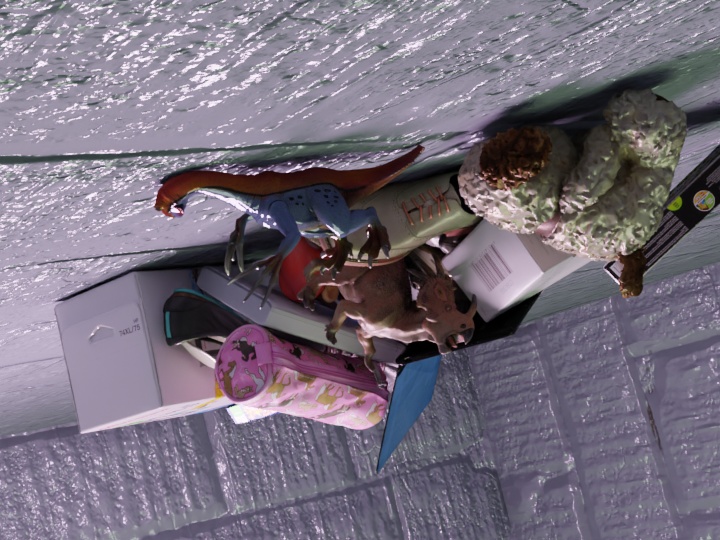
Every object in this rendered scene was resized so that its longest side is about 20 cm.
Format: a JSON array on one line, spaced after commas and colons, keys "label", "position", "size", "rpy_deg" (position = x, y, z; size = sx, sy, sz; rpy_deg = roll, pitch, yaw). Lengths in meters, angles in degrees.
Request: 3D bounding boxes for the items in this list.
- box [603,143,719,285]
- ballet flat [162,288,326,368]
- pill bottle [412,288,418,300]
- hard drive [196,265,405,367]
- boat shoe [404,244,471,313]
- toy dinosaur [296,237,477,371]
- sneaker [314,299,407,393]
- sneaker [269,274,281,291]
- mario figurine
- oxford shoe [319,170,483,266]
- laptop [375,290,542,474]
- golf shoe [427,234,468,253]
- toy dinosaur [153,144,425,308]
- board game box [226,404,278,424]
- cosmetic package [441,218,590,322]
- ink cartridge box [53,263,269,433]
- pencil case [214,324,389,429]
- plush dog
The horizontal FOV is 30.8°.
[{"label": "box", "position": [0.331, -0.072, 1.296], "size": [0.200, 0.035, 0.110], "rpy_deg": [-48, 176, 31]}, {"label": "ballet flat", "position": [-0.125, 0.079, 1.375], "size": [0.199, 0.069, 0.068], "rpy_deg": [20, 159, -33]}, {"label": "pill bottle", "position": [0.107, -0.002, 1.533], "size": [0.198, 0.114, 0.113], "rpy_deg": [-15, 173, 0]}, {"label": "hard drive", "position": [-0.059, 0.050, 1.373], "size": [0.199, 0.027, 0.132], "rpy_deg": [20, -176, -42]}, {"label": "boat shoe", "position": [0.078, -0.004, 1.395], "size": [0.071, 0.067, 0.201], "rpy_deg": [5, -168, -17]}, {"label": "toy dinosaur", "position": [0.019, 0.009, 1.248], "size": [0.135, 0.201, 0.086], "rpy_deg": [-37, 171, 12]}, {"label": "sneaker", "position": [-0.021, 0.106, 1.500], "size": [0.115, 0.199, 0.076], "rpy_deg": [-34, 148, -46]}, {"label": "sneaker", "position": [-0.122, 0.056, 1.617], "size": [0.199, 0.092, 0.076], "rpy_deg": [-18, 169, 23]}, {"label": "mario figurine", "position": [0.000, 0.000, 1.378], "size": [0.123, 0.107, 0.199], "rpy_deg": [1, 162, 40]}, {"label": "oxford shoe", "position": [0.054, -0.059, 1.210], "size": [0.199, 0.071, 0.074], "rpy_deg": [-20, 170, -29]}, {"label": "laptop", "position": [0.110, 0.100, 1.355], "size": [0.199, 0.117, 0.187], "rpy_deg": [-17, -167, 27]}, {"label": "golf shoe", "position": [0.130, -0.063, 1.367], "size": [0.199, 0.079, 0.097], "rpy_deg": [-5, -169, -41]}, {"label": "toy dinosaur", "position": [-0.068, -0.056, 1.040], "size": [0.181, 0.201, 0.105], "rpy_deg": [36, 157, -34]}, {"label": "board game box", "position": [-0.106, 0.108, 1.756], "size": [0.134, 0.201, 0.035], "rpy_deg": [-15, 128, 13]}, {"label": "cosmetic package", "position": [0.191, -0.040, 1.275], "size": [0.199, 0.081, 0.113], "rpy_deg": [-28, 168, -39]}, {"label": "ink cartridge box", "position": [-0.205, 0.083, 1.439], "size": [0.146, 0.147, 0.199], "rpy_deg": [-19, 170, 39]}, {"label": "pencil case", "position": [-0.057, 0.111, 1.337], "size": [0.199, 0.083, 0.087], "rpy_deg": [19, 111, -46]}, {"label": "plush dog", "position": [0.167, -0.068, 1.115], "size": [0.170, 0.162, 0.200], "rpy_deg": [10, 171, -4]}]
